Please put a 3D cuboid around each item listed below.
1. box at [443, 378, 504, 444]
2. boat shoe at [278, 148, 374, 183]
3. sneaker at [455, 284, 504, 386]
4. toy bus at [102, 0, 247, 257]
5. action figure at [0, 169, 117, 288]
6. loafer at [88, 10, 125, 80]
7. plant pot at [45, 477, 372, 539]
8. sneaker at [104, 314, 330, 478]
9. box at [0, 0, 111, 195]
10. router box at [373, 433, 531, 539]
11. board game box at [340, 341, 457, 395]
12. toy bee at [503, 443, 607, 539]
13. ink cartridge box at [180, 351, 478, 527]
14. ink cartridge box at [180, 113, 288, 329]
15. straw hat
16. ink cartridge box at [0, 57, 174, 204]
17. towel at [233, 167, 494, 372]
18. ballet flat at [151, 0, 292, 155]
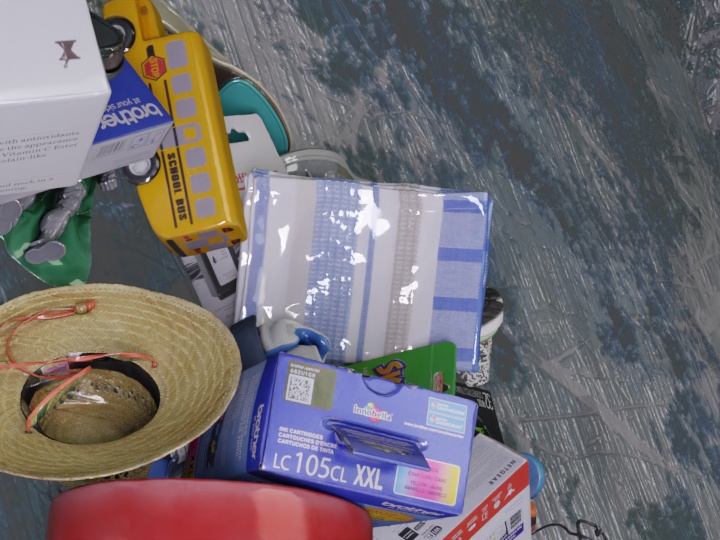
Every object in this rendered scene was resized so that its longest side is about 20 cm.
[{"bbox_3d":[0.031,0.174,1.189,0.200,0.124,0.149,20,51,-55],"label":"box"},{"bbox_3d":[-0.032,-0.061,1.331,0.202,0.074,0.065,26,41,-59],"label":"boat shoe"},{"bbox_3d":[0.043,0.043,1.198,0.077,0.200,0.089,-20,118,-28],"label":"sneaker"},{"bbox_3d":[-0.147,-0.115,1.103,0.065,0.078,0.201,62,15,-76],"label":"toy bus"},{"bbox_3d":[-0.217,-0.077,1.047,0.118,0.055,0.200,48,28,-23],"label":"action figure"},{"bbox_3d":[-0.251,-0.186,0.954,0.199,0.063,0.072,19,35,-5],"label":"loafer"},{"bbox_3d":[-0.096,0.230,0.846,0.200,0.200,0.183,27,61,-49],"label":"plant pot"},{"bbox_3d":[-0.100,0.088,1.008,0.081,0.146,0.200,63,27,-1],"label":"sneaker"},{"bbox_3d":[-0.272,-0.151,0.831,0.198,0.131,0.201,-9,72,-24],"label":"box"},{"bbox_3d":[0.049,0.249,1.058,0.200,0.049,0.180,-37,137,-32],"label":"router box"},{"bbox_3d":[-0.018,0.115,1.072,0.030,0.199,0.096,56,27,-37],"label":"board game box"},{"bbox_3d":[0.127,0.224,1.363,0.131,0.109,0.200,24,22,-40],"label":"toy bee"},{"bbox_3d":[-0.018,0.110,0.888,0.136,0.200,0.077,15,70,-19],"label":"ink cartridge box"},{"bbox_3d":[-0.096,-0.026,1.193,0.116,0.068,0.201,-17,83,-64],"label":"ink cartridge box"},{"bbox_3d":[-0.170,0.096,0.907,0.201,0.200,0.085,-70,162,-54],"label":"straw hat"},{"bbox_3d":[-0.231,-0.102,0.964,0.200,0.044,0.094,-25,71,-47],"label":"ink cartridge box"},{"bbox_3d":[0.000,0.000,1.106,0.024,0.199,0.148,44,51,-82],"label":"towel"},{"bbox_3d":[-0.134,-0.170,1.257,0.200,0.069,0.070,42,35,-35],"label":"ballet flat"}]
